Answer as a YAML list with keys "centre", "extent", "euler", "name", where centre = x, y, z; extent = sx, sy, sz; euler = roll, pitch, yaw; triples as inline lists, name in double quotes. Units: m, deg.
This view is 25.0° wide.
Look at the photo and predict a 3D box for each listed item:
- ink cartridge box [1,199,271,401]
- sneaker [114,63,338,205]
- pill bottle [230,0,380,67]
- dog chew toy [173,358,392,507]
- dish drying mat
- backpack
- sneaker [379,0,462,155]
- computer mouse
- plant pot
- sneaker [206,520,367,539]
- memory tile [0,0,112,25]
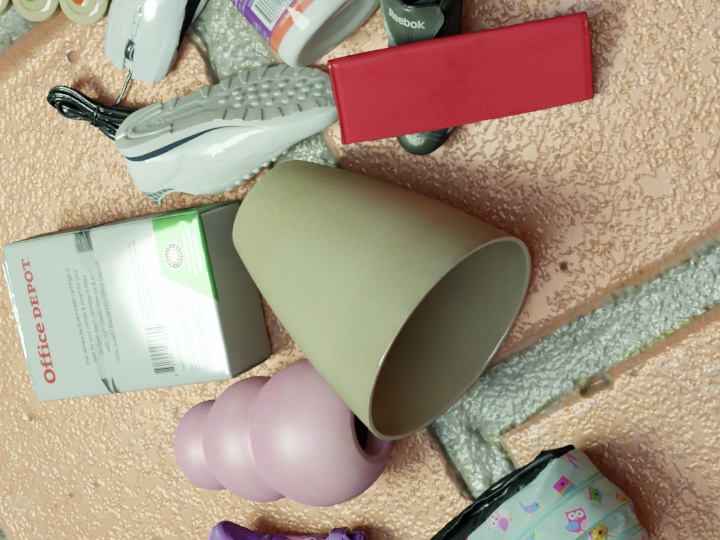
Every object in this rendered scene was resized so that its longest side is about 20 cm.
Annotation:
- centre: [-0.194, 0.026, 1.411]
  extent: [0.200, 0.084, 0.146]
  euler: [-8, 98, 23]
  name: "ink cartridge box"
- centre: [-0.102, -0.111, 1.360]
  extent: [0.200, 0.076, 0.081]
  euler: [-12, 126, 16]
  name: "sneaker"
- centre: [-0.078, -0.268, 1.287]
  extent: [0.111, 0.111, 0.200]
  euler: [-44, 83, 24]
  name: "pill bottle"
- centre: [-0.073, 0.140, 1.372]
  extent: [0.200, 0.125, 0.125]
  euler: [-10, 97, 32]
  name: "dog chew toy"
- centre: [0.078, -0.147, 1.246]
  extent: [0.200, 0.018, 0.077]
  euler: [-10, 127, -1]
  name: "dish drying mat"
- centre: [0.127, 0.233, 1.293]
  extent: [0.200, 0.167, 0.127]
  euler: [-43, 79, 9]
  name: "backpack"
- centre: [0.046, -0.186, 1.265]
  extent: [0.066, 0.090, 0.200]
  euler: [14, 106, 20]
  name: "sneaker"
- centre: [-0.189, -0.201, 1.383]
  extent: [0.110, 0.044, 0.200]
  euler: [31, 111, 14]
  name: "computer mouse"
- centre: [0.000, 0.000, 1.290]
  extent: [0.200, 0.187, 0.187]
  euler: [37, 113, 26]
  name: "plant pot"
- centre: [-0.035, 0.255, 1.404]
  extent: [0.200, 0.080, 0.089]
  euler: [24, 102, 11]
  name: "sneaker"
- centre: [-0.280, -0.316, 1.411]
  extent: [0.153, 0.017, 0.200]
  euler: [8, 104, 20]
  name: "memory tile"
